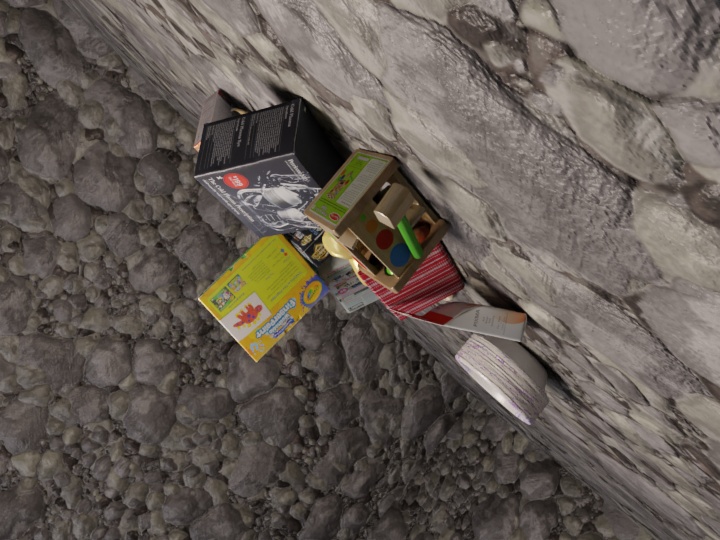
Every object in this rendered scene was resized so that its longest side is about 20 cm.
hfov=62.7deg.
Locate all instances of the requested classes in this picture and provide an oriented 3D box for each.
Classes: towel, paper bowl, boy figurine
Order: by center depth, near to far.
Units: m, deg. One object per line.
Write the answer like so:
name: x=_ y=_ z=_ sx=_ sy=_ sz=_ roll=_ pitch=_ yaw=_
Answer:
towel: x=0.091 y=0.011 z=1.012 sx=0.200 sy=0.142 sz=0.023 roll=48 pitch=-161 yaw=-53
boy figurine: x=0.019 y=-0.031 z=1.020 sx=0.197 sy=0.128 sz=0.064 roll=9 pitch=-178 yaw=-39
paper bowl: x=0.296 y=0.204 z=1.195 sx=0.200 sy=0.105 sz=0.201 roll=41 pitch=176 yaw=4

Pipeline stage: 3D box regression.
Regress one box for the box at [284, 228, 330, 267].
box: x=-0.073 y=-0.101 z=1.153 sx=0.046 sy=0.159 sz=0.199 roll=47 pitch=173 yaw=-27

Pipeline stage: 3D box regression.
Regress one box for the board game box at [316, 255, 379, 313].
board game box: x=0.000 y=0.000 z=1.248 sx=0.201 sy=0.145 sz=0.065 roll=59 pitch=-173 yaw=-60

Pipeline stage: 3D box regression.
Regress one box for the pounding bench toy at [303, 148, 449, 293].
pounding bench toy: x=0.042 y=-0.057 z=0.814 sx=0.156 sy=0.125 sz=0.199 roll=44 pitch=175 yaw=-29

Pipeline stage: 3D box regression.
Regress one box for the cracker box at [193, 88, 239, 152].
cracker box: x=-0.301 y=-0.301 z=1.338 sx=0.134 sy=0.057 sz=0.203 roll=45 pitch=-154 yaw=-36

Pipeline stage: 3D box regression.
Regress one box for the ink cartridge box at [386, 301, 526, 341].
ink cartridge box: x=0.153 y=0.068 z=0.981 sx=0.195 sy=0.051 sz=0.162 roll=15 pitch=178 yaw=-7

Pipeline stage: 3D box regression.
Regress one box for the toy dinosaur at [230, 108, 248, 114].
toy dinosaur: x=-0.232 y=-0.319 z=1.284 sx=0.100 sy=0.059 sz=0.199 roll=20 pitch=170 yaw=34

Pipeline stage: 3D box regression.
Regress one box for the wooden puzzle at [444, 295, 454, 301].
wooden puzzle: x=0.113 y=-0.011 z=1.188 sx=0.184 sy=0.037 sz=0.200 roll=42 pitch=175 yaw=14

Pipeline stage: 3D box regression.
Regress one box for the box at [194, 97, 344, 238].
box: x=-0.134 y=-0.156 z=0.960 sx=0.178 sy=0.107 sz=0.200 roll=-9 pitch=151 yaw=22

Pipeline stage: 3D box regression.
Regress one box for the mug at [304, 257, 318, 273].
mug: x=-0.125 y=-0.022 z=1.313 sx=0.116 sy=0.149 sz=0.186 roll=60 pitch=159 yaw=19

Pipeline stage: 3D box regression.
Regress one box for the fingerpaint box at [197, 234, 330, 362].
fingerpaint box: x=-0.186 y=0.043 z=1.150 sx=0.167 sy=0.200 sz=0.073 roll=47 pitch=174 yaw=-11
